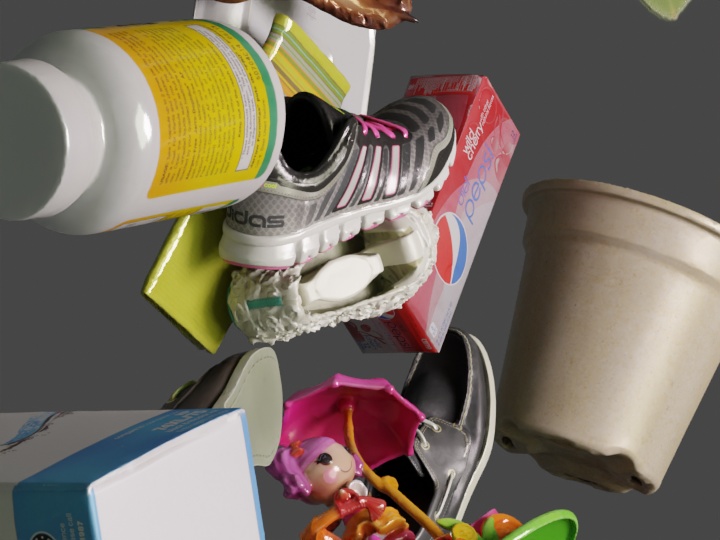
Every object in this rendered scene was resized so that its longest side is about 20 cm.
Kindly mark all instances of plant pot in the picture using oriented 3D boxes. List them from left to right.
[{"bbox_3d":[0.186,0.059,1.952,0.200,0.199,0.185,38,67,-52],"label":"plant pot"}]

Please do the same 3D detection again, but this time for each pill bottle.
[{"bbox_3d":[-0.137,-0.080,1.474,0.200,0.112,0.114,-15,101,-58],"label":"pill bottle"}]

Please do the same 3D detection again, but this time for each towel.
[{"bbox_3d":[-0.072,-0.054,1.629,0.086,0.018,0.201,45,65,-48],"label":"towel"}]

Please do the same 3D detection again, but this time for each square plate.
[{"bbox_3d":[-0.046,-0.124,1.709,0.200,0.028,0.200,29,65,-55],"label":"square plate"}]

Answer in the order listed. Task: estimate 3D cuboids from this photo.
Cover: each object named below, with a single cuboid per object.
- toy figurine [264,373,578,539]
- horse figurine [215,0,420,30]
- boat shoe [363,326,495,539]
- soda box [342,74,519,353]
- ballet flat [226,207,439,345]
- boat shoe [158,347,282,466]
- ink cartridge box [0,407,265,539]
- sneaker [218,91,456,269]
[{"bbox_3d":[0.007,0.151,1.659,0.199,0.184,0.151,-19,148,-47],"label":"toy figurine"},{"bbox_3d":[-0.060,-0.211,1.628,0.199,0.050,0.134,-6,92,-33],"label":"horse figurine"},{"bbox_3d":[0.043,0.124,1.800,0.068,0.071,0.201,50,49,-51],"label":"boat shoe"},{"bbox_3d":[0.045,-0.040,1.821,0.070,0.063,0.201,56,44,-41],"label":"soda box"},{"bbox_3d":[0.000,0.000,1.662,0.199,0.071,0.072,-26,111,-47],"label":"ballet flat"},{"bbox_3d":[-0.092,0.096,1.581,0.201,0.060,0.072,-53,136,-70],"label":"boat shoe"},{"bbox_3d":[-0.166,0.157,1.329,0.146,0.199,0.148,-24,109,-58],"label":"ink cartridge box"},{"bbox_3d":[-0.011,-0.075,1.625,0.199,0.073,0.088,-30,130,-38],"label":"sneaker"}]
